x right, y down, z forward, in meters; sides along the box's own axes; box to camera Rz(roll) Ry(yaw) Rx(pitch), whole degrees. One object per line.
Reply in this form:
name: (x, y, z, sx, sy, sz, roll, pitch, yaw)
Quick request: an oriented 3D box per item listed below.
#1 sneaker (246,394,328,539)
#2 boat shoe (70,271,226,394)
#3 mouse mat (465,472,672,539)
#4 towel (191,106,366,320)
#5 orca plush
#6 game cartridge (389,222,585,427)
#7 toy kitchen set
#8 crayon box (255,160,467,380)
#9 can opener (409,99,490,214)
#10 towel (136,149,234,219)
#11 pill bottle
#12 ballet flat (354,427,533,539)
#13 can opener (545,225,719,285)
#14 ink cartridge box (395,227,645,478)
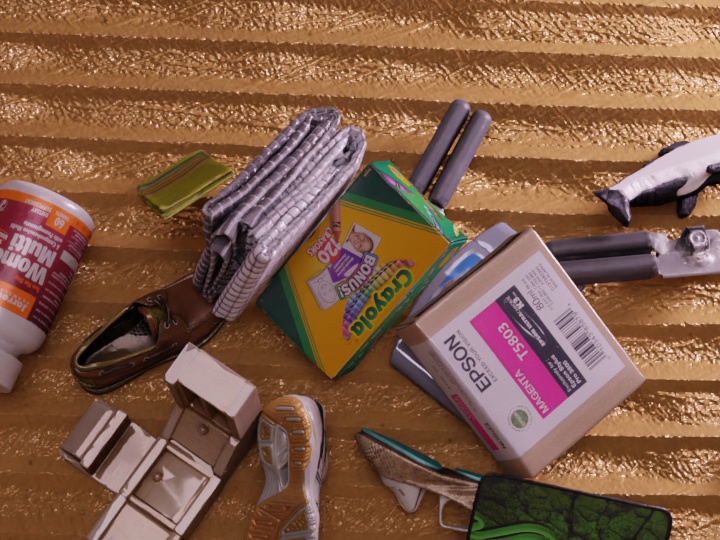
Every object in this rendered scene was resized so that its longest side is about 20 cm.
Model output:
sneaker: (-0.062, 0.224, 1.564, 0.075, 0.088, 0.201, 9, 95, 20)
boat shoe: (-0.210, 0.059, 1.613, 0.200, 0.068, 0.072, -38, 75, -13)
mouse mat: (0.200, 0.296, 1.545, 0.199, 0.008, 0.162, 12, 96, 0)
towel: (-0.090, -0.060, 1.584, 0.086, 0.166, 0.200, 40, 60, 3)
orca plush: (0.348, -0.084, 1.670, 0.200, 0.105, 0.071, -31, 115, -34)
game cartridge: (0.128, 0.050, 1.643, 0.133, 0.040, 0.200, 36, 75, 13)
toy kitchen set: (-0.219, 0.171, 1.520, 0.163, 0.181, 0.200, 32, 75, 10)
crayon box: (0.000, 0.000, 1.593, 0.119, 0.058, 0.200, 45, 110, 12)
can opener: (0.076, -0.094, 1.661, 0.053, 0.067, 0.201, 28, 82, 7)
towel: (-0.184, -0.092, 1.601, 0.086, 0.200, 0.018, -35, 106, -7)
pill bottle: (-0.362, 0.018, 1.601, 0.109, 0.110, 0.201, 20, 73, 5)
ballet flat: (0.078, 0.223, 1.573, 0.199, 0.071, 0.066, 21, 90, 9)
can opener: (0.293, -0.007, 1.646, 0.199, 0.067, 0.054, -5, 63, -2)
ink cartridge box: (0.163, 0.085, 1.574, 0.165, 0.075, 0.200, -39, 93, -16)
